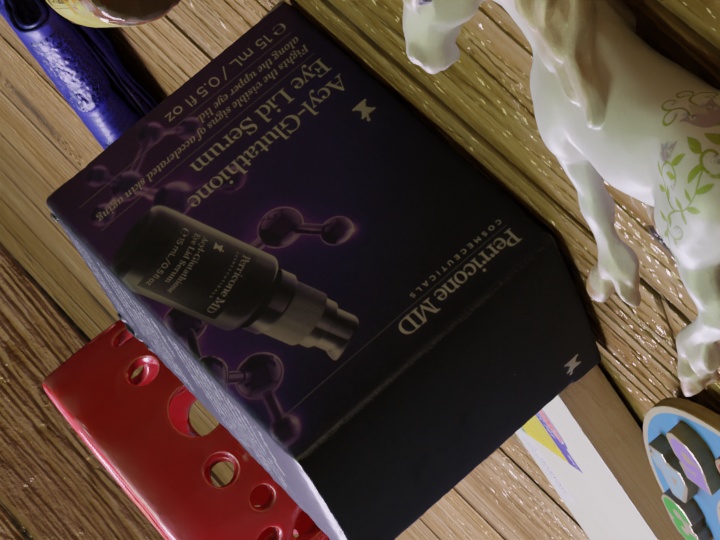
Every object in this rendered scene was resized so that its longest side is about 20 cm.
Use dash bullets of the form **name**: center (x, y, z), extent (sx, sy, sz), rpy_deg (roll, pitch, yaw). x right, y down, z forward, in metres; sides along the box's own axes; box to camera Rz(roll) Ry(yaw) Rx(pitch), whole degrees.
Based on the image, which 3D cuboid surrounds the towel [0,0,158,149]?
- **towel**: center (-0.166, -0.118, 1.742), extent (0.200, 0.049, 0.148), rpy_deg (55, 177, -32)

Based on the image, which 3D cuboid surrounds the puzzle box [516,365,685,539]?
- **puzzle box**: center (0.119, 0.098, 1.301), extent (0.200, 0.025, 0.133), rpy_deg (55, 170, -29)

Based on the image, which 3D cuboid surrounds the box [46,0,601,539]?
- **box**: center (-0.016, 0.004, 1.181), extent (0.200, 0.148, 0.104), rpy_deg (42, 168, 34)

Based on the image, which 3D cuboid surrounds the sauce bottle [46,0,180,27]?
- **sauce bottle**: center (-0.132, -0.153, 1.351), extent (0.066, 0.066, 0.200), rpy_deg (51, 169, -12)

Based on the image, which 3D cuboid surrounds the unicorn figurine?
- **unicorn figurine**: center (0.080, -0.039, 0.820), extent (0.199, 0.074, 0.138), rpy_deg (23, 146, 39)

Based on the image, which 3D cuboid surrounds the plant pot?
- **plant pot**: center (-0.075, 0.091, 1.707), extent (0.201, 0.182, 0.200), rpy_deg (47, 170, 10)

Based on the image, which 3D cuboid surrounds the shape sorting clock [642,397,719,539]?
- **shape sorting clock**: center (0.182, 0.135, 1.103), extent (0.200, 0.039, 0.200), rpy_deg (48, 171, 10)
